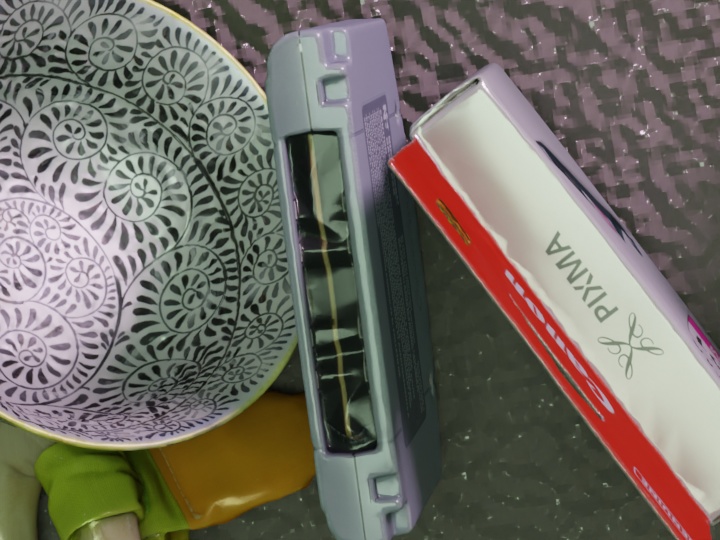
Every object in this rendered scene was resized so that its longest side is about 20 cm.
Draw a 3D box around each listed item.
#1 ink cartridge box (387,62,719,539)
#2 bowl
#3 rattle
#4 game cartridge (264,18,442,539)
[{"bbox_3d":[0.093,0.012,0.919,0.043,0.174,0.200,-37,93,10],"label":"ink cartridge box"},{"bbox_3d":[-0.126,-0.010,0.963,0.201,0.201,0.094,50,144,-2],"label":"bowl"},{"bbox_3d":[-0.105,0.147,1.033,0.130,0.142,0.201,24,119,34],"label":"rattle"},{"bbox_3d":[0.000,0.000,0.947,0.040,0.133,0.201,-6,97,14],"label":"game cartridge"}]
